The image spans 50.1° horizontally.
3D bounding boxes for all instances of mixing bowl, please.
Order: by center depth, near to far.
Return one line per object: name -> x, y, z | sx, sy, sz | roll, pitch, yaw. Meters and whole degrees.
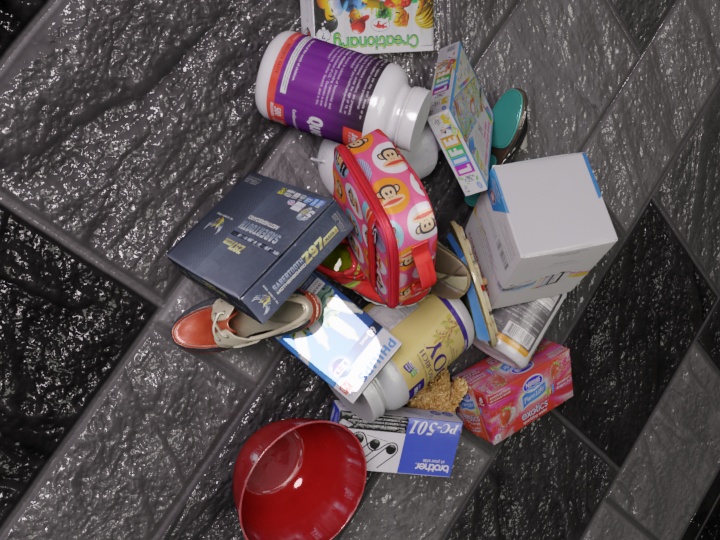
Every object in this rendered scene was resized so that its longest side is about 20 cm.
mixing bowl -> -0.102, 0.287, 1.083 | 0.200, 0.108, 0.200 | -10, 108, -32

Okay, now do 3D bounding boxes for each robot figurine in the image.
robot figurine -> 0.025, -0.158, 1.047 | 0.200, 0.113, 0.170 | -30, 98, -26

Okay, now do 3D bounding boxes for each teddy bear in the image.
teddy bear -> 0.112, 0.215, 1.241 | 0.145, 0.067, 0.200 | -4, 104, -32

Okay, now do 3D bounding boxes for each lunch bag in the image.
lunch bag -> 0.036, -0.047, 0.905 | 0.082, 0.176, 0.200 | -24, 153, -10

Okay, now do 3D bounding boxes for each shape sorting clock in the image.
shape sorting clock -> 0.171, 0.020, 1.160 | 0.039, 0.200, 0.200 | -14, 114, 2

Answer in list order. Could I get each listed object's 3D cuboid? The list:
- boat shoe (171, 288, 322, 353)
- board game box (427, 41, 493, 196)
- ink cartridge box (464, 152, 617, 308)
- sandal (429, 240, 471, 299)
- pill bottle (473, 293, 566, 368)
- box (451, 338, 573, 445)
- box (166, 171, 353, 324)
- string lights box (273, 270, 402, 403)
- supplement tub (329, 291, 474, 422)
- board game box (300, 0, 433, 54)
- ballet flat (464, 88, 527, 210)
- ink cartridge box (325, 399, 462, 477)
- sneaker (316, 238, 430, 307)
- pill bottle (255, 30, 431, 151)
boat shoe -> -0.147, 0.063, 0.956 | 0.200, 0.063, 0.071 | -11, 91, 11
board game box -> 0.145, -0.218, 1.092 | 0.134, 0.034, 0.200 | 57, 30, -31
ink cartridge box -> 0.258, -0.054, 1.144 | 0.145, 0.200, 0.147 | -11, 69, -9
sandal -> 0.079, -0.035, 1.098 | 0.080, 0.200, 0.054 | -54, 163, 20
pill bottle -> 0.270, 0.052, 1.279 | 0.116, 0.116, 0.200 | 39, 79, -36
box -> 0.264, 0.200, 1.327 | 0.200, 0.095, 0.100 | -23, 115, -29
box -> -0.125, -0.035, 0.920 | 0.158, 0.200, 0.051 | -48, 128, -15
string lights box -> -0.054, 0.072, 1.012 | 0.200, 0.059, 0.103 | 39, 82, 7
supplement tub -> 0.051, 0.110, 1.119 | 0.200, 0.145, 0.145 | -38, 121, -21
board game box -> 0.012, -0.356, 1.033 | 0.200, 0.035, 0.126 | -14, 111, -32
ballet flat -> 0.221, -0.186, 1.216 | 0.068, 0.068, 0.200 | 8, 108, -46
ink cartridge box -> 0.049, 0.259, 1.182 | 0.200, 0.044, 0.094 | 9, 100, -17
sneaker -> 0.000, 0.000, 1.039 | 0.200, 0.085, 0.077 | 19, 91, -1
pill bottle -> -0.020, -0.212, 0.941 | 0.112, 0.200, 0.113 | 21, 90, -80
